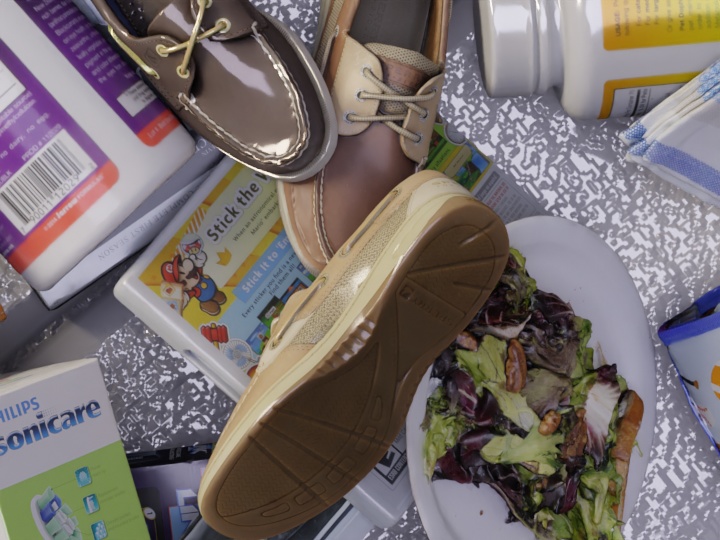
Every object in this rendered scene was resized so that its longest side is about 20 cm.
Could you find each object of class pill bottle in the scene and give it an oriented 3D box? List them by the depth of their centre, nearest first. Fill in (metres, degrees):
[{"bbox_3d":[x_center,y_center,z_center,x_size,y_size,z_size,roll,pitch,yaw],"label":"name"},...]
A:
[{"bbox_3d":[-0.186,-0.098,1.114,0.111,0.111,0.200,-42,95,1],"label":"pill bottle"},{"bbox_3d":[0.160,-0.136,1.152,0.198,0.109,0.110,-6,95,-3],"label":"pill bottle"}]

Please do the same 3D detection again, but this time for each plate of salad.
[{"bbox_3d":[0.098,0.073,1.145,0.199,0.048,0.202,-5,97,-45],"label":"plate of salad"}]

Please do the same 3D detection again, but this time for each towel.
[{"bbox_3d":[0.247,-0.087,1.122,0.146,0.024,0.200,25,133,-39],"label":"towel"}]

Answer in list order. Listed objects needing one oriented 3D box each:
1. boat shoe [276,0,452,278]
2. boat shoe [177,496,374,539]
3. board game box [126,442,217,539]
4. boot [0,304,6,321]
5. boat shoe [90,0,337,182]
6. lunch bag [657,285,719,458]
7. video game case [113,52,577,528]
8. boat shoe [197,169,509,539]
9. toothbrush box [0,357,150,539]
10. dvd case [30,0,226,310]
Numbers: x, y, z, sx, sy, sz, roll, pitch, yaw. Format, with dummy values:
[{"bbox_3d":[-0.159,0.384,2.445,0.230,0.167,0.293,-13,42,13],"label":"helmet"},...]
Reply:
[{"bbox_3d":[0.006,-0.089,1.130,0.075,0.072,0.202,13,68,-19],"label":"boat shoe"},{"bbox_3d":[-0.037,0.114,1.132,0.072,0.200,0.071,-11,123,39],"label":"boat shoe"},{"bbox_3d":[-0.131,0.200,1.192,0.164,0.057,0.202,-6,94,-4],"label":"board game box"},{"bbox_3d":[-0.274,0.005,1.036,0.200,0.077,0.156,-34,99,-30],"label":"boot"},{"bbox_3d":[-0.088,-0.125,1.110,0.072,0.059,0.200,-41,75,12],"label":"boat shoe"},{"bbox_3d":[0.277,0.058,1.171,0.199,0.124,0.171,-27,95,13],"label":"lunch bag"},{"bbox_3d":[0.000,0.000,1.151,0.182,0.023,0.200,41,61,-5],"label":"video game case"},{"bbox_3d":[-0.009,0.041,1.074,0.200,0.065,0.071,-49,126,2],"label":"boat shoe"},{"bbox_3d":[-0.172,0.156,1.080,0.145,0.086,0.202,-11,96,43],"label":"toothbrush box"},{"bbox_3d":[-0.159,-0.103,1.182,0.150,0.025,0.201,-34,95,1],"label":"dvd case"}]
